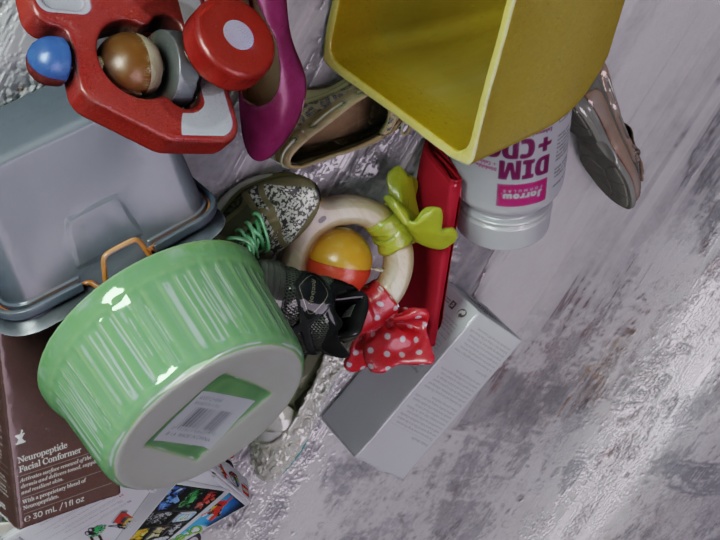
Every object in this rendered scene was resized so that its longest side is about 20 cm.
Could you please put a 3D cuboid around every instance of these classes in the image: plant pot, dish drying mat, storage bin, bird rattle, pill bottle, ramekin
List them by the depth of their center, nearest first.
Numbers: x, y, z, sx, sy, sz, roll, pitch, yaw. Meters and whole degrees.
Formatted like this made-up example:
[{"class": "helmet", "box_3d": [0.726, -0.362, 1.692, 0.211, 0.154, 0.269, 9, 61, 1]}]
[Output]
[{"class": "storage bin", "box_3d": [-0.219, -0.062, 1.148, 0.199, 0.145, 0.135, -29, 128, -18]}, {"class": "ramekin", "box_3d": [-0.140, 0.080, 1.171, 0.199, 0.098, 0.200, -29, 153, -16]}, {"class": "plant pot", "box_3d": [0.117, -0.234, 1.251, 0.199, 0.194, 0.196, -18, 134, -38]}, {"class": "bird rattle", "box_3d": [0.000, 0.000, 1.414, 0.162, 0.113, 0.201, 11, 113, -15]}, {"class": "pill bottle", "box_3d": [0.139, -0.125, 1.414, 0.113, 0.113, 0.201, -24, 136, -24]}, {"class": "dish drying mat", "box_3d": [0.068, -0.025, 1.468, 0.018, 0.077, 0.201, -13, 131, -23]}]

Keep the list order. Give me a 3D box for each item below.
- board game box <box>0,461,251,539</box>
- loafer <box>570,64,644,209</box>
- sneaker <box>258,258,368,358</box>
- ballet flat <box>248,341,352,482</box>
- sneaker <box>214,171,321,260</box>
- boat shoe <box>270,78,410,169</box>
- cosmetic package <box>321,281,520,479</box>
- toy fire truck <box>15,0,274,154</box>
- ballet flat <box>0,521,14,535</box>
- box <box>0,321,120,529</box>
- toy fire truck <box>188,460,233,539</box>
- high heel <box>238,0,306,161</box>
[{"class": "board game box", "box_3d": [-0.218, 0.222, 1.399, 0.199, 0.035, 0.126, -30, 133, 13]}, {"class": "loafer", "box_3d": [0.258, -0.139, 1.547, 0.063, 0.072, 0.200, -48, 139, -8]}, {"class": "sneaker", "box_3d": [-0.062, 0.055, 1.353, 0.114, 0.077, 0.200, 14, 153, -14]}, {"class": "ballet flat", "box_3d": [-0.066, 0.112, 1.482, 0.072, 0.072, 0.201, 26, 97, -49]}, {"class": "sneaker", "box_3d": [-0.110, -0.016, 1.295, 0.199, 0.089, 0.077, -31, 117, -18]}, {"class": "boat shoe", "box_3d": [0.000, -0.134, 1.324, 0.199, 0.063, 0.074, -24, 136, -24]}, {"class": "cosmetic package", "box_3d": [0.065, 0.115, 1.591, 0.200, 0.071, 0.101, -50, 141, 6]}, {"class": "toy fire truck", "box_3d": [-0.164, -0.175, 1.052, 0.167, 0.201, 0.112, -2, 159, -36]}, {"class": "ballet flat", "box_3d": [-0.303, 0.192, 1.337, 0.199, 0.067, 0.068, -33, 147, -15]}, {"class": "box", "box_3d": [-0.263, 0.101, 1.248, 0.100, 0.075, 0.201, -17, 114, -34]}, {"class": "toy fire truck", "box_3d": [-0.196, 0.196, 1.451, 0.141, 0.049, 0.201, 4, 122, -42]}, {"class": "high heel", "box_3d": [-0.091, -0.181, 1.199, 0.096, 0.067, 0.201, -12, 116, -47]}]
